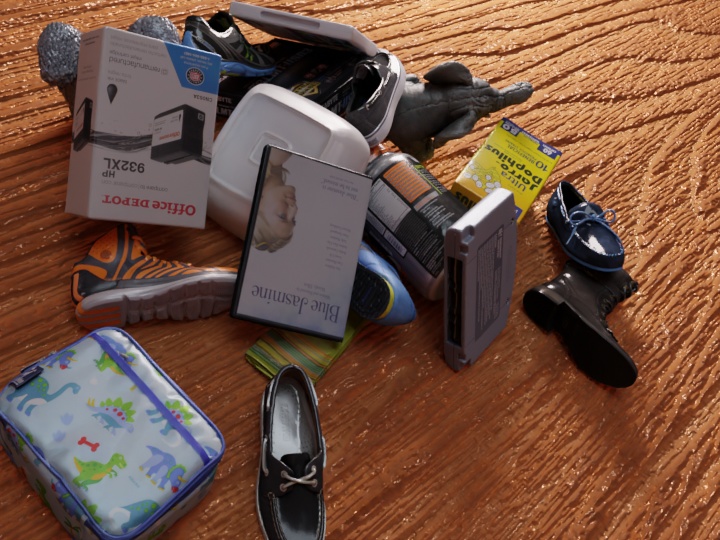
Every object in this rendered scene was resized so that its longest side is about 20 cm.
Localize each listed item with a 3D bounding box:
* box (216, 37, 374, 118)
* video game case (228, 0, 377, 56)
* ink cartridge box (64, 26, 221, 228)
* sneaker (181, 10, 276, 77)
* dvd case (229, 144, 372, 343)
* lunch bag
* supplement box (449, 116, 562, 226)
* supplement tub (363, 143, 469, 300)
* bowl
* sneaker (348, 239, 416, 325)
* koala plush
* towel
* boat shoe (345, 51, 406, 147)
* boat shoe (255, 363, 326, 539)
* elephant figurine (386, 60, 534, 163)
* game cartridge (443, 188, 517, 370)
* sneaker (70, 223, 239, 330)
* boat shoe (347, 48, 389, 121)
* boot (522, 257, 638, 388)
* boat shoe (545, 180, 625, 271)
[{"bbox_3d":[-0.102,-0.277,1.144,0.195,0.051,0.200,18,43,24],"label":"box"},{"bbox_3d":[-0.077,-0.353,1.133,0.178,0.024,0.200,15,11,8],"label":"video game case"},{"bbox_3d":[-0.247,-0.156,0.881,0.143,0.206,0.083,4,5,-39],"label":"ink cartridge box"},{"bbox_3d":[-0.175,-0.311,1.059,0.069,0.085,0.199,8,12,24],"label":"sneaker"},{"bbox_3d":[-0.067,-0.030,0.901,0.140,0.017,0.205,14,82,-23],"label":"dvd case"},{"bbox_3d":[-0.239,0.160,0.743,0.200,0.083,0.160,43,47,16],"label":"lunch bag"},{"bbox_3d":[0.199,-0.114,1.126,0.108,0.111,0.201,32,48,8],"label":"supplement box"},{"bbox_3d":[0.069,-0.069,1.026,0.121,0.124,0.200,-26,63,-36],"label":"supplement tub"},{"bbox_3d":[-0.105,-0.135,0.973,0.197,0.075,0.203,29,80,16],"label":"bowl"},{"bbox_3d":[0.000,0.000,0.976,0.078,0.066,0.201,19,23,-48],"label":"sneaker"},{"bbox_3d":[-0.302,-0.185,0.980,0.173,0.184,0.205,-13,77,-21],"label":"koala plush"},{"bbox_3d":[-0.050,0.067,0.937,0.085,0.018,0.200,35,47,9],"label":"towel"},{"bbox_3d":[0.014,-0.254,1.065,0.067,0.069,0.203,53,37,-36],"label":"boat shoe"},{"bbox_3d":[-0.067,0.195,0.784,0.072,0.061,0.204,6,56,-16],"label":"boat shoe"},{"bbox_3d":[0.132,-0.248,1.133,0.142,0.196,0.157,52,45,-34],"label":"elephant figurine"},{"bbox_3d":[0.149,0.008,0.951,0.040,0.204,0.132,22,41,34],"label":"game cartridge"},{"bbox_3d":[-0.232,-0.004,0.885,0.195,0.078,0.114,-5,54,-25],"label":"sneaker"},{"bbox_3d":[0.006,-0.288,1.230,0.066,0.072,0.204,14,55,-11],"label":"boat shoe"},{"bbox_3d":[0.337,0.051,1.067,0.172,0.070,0.200,-27,61,-36],"label":"boot"},{"bbox_3d":[0.320,-0.069,1.124,0.082,0.070,0.201,-4,31,-17],"label":"boat shoe"}]
